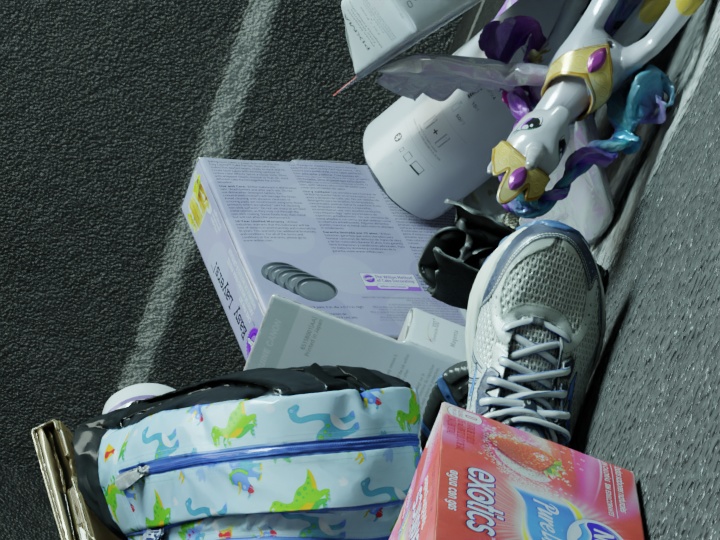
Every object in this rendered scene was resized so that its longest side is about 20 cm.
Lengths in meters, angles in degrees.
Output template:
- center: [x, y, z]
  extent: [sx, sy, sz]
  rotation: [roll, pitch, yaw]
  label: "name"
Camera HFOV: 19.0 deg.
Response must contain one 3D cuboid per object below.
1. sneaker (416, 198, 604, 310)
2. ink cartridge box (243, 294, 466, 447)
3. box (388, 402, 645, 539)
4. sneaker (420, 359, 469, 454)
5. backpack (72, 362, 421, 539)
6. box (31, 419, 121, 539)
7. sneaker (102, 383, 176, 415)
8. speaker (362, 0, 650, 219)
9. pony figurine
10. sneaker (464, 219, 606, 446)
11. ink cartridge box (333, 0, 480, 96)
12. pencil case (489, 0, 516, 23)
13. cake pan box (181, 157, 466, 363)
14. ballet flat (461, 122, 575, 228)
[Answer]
- center: [0.082, 0.001, 1.265]
  extent: [0.200, 0.104, 0.060]
  rotation: [144, 146, -85]
  label: "sneaker"
- center: [0.001, 0.110, 1.338]
  extent: [0.044, 0.173, 0.201]
  rotation: [-72, 3, -57]
  label: "ink cartridge box"
- center: [0.057, 0.146, 0.870]
  extent: [0.200, 0.094, 0.103]
  rotation: [-79, 10, -73]
  label: "box"
- center: [0.065, 0.125, 1.251]
  extent: [0.077, 0.075, 0.201]
  rotation: [-37, -25, -51]
  label: "sneaker"
- center: [-0.044, 0.112, 1.181]
  extent: [0.200, 0.162, 0.155]
  rotation: [-36, 57, 48]
  label: "backpack"
- center: [-0.130, 0.199, 1.290]
  extent: [0.200, 0.021, 0.164]
  rotation: [60, -174, -56]
  label: "box"
- center: [-0.094, 0.168, 1.293]
  extent: [0.114, 0.072, 0.201]
  rotation: [-102, -14, -63]
  label: "sneaker"
- center: [0.094, -0.118, 1.397]
  extent: [0.200, 0.081, 0.081]
  rotation: [-38, 22, 36]
  label: "speaker"
- center: [0.114, -0.111, 1.238]
  extent: [0.201, 0.166, 0.193]
  rotation: [-55, 8, -11]
  label: "pony figurine"
- center: [0.087, 0.075, 1.115]
  extent: [0.085, 0.076, 0.201]
  rotation: [-103, 24, -77]
  label: "sneaker"
- center: [0.058, -0.178, 1.283]
  extent: [0.162, 0.057, 0.200]
  rotation: [-33, 7, -15]
  label: "ink cartridge box"
- center: [0.159, -0.240, 1.644]
  extent: [0.084, 0.085, 0.201]
  rotation: [-80, 9, -66]
  label: "pencil case"
- center: [0.000, 0.000, 1.420]
  extent: [0.185, 0.199, 0.053]
  rotation: [63, 142, 41]
  label: "cake pan box"
- center: [0.110, -0.069, 1.490]
  extent: [0.068, 0.075, 0.201]
  rotation: [123, 167, -60]
  label: "ballet flat"
